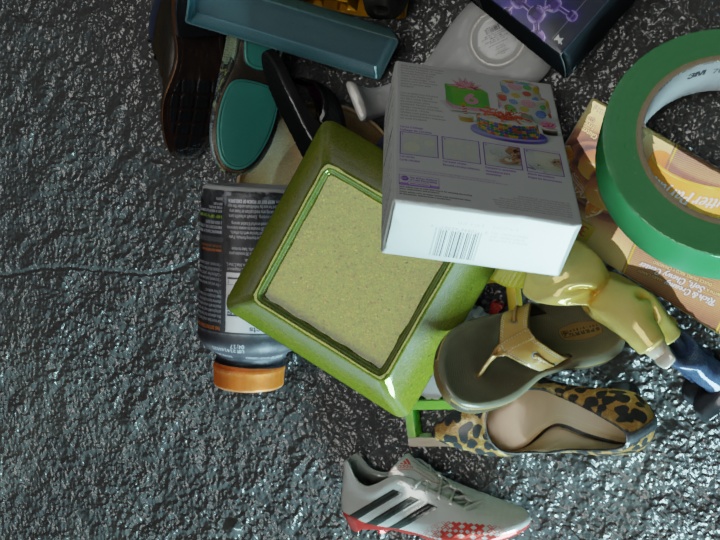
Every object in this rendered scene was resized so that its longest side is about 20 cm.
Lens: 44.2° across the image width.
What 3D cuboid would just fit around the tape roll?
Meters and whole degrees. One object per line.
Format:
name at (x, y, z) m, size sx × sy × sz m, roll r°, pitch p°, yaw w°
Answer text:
tape roll at (0.289, -0.093, 0.699) m, size 0.200 × 0.048 × 0.201 m, roll -3°, pitch 69°, yaw 7°

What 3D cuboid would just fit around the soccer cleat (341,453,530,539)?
soccer cleat at (0.068, 0.225, 0.878) m, size 0.199 × 0.069 × 0.086 m, roll -2°, pitch 99°, yaw 30°

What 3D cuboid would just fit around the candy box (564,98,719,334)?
candy box at (0.258, -0.049, 0.765) m, size 0.200 × 0.055 × 0.116 m, roll 35°, pitch 108°, yaw 17°

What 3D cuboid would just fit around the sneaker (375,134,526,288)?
sneaker at (0.094, -0.058, 0.825) m, size 0.200 × 0.082 × 0.074 m, roll 41°, pitch 114°, yaw 14°

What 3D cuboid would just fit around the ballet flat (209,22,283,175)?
ballet flat at (-0.115, -0.191, 0.905) m, size 0.074 × 0.074 × 0.201 m, roll 9°, pitch 82°, yaw 24°

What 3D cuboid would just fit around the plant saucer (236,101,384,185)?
plant saucer at (-0.035, -0.070, 0.910) m, size 0.199 × 0.035 × 0.201 m, roll 3°, pitch 97°, yaw 25°

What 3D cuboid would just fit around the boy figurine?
boy figurine at (0.225, 0.045, 0.736) m, size 0.200 × 0.124 × 0.065 m, roll 32°, pitch 105°, yaw -9°

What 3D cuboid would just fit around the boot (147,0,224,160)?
boot at (-0.187, -0.226, 0.959) m, size 0.097 × 0.074 × 0.201 m, roll 53°, pitch 138°, yaw 48°

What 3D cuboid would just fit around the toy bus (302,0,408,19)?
toy bus at (-0.020, -0.338, 0.791) m, size 0.135 × 0.200 × 0.193 m, roll 17°, pitch 95°, yaw 21°

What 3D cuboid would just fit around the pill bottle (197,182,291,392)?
pill bottle at (-0.107, 0.016, 0.875) m, size 0.106 × 0.106 × 0.201 m, roll 7°, pitch 98°, yaw 24°

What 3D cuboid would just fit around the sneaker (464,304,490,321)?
sneaker at (0.071, 0.026, 0.827) m, size 0.199 × 0.075 × 0.089 m, roll 22°, pitch 93°, yaw 15°

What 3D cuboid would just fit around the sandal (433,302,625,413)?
sandal at (0.150, 0.061, 0.761) m, size 0.054 × 0.199 × 0.081 m, roll 115°, pitch 137°, yaw -56°

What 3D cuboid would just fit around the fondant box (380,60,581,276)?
fondant box at (0.093, -0.091, 0.738) m, size 0.144 × 0.200 × 0.058 m, roll 8°, pitch 134°, yaw -4°

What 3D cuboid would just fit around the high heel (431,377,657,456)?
high heel at (0.150, 0.134, 0.767) m, size 0.199 × 0.143 × 0.072 m, roll -13°, pitch 92°, yaw 13°

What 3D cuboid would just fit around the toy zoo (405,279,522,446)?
toy zoo at (0.098, 0.073, 0.872) m, size 0.131 × 0.020 × 0.201 m, roll -5°, pitch 94°, yaw 25°

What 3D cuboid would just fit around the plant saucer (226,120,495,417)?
plant saucer at (0.000, 0.000, 0.772) m, size 0.200 × 0.048 × 0.200 m, roll 31°, pitch 99°, yaw 8°

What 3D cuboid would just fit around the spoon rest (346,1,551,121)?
spoon rest at (0.088, -0.195, 0.836) m, size 0.199 × 0.061 × 0.100 m, roll -20°, pitch 88°, yaw 12°

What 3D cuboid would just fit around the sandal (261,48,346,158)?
sandal at (-0.031, -0.127, 0.853) m, size 0.048 × 0.075 × 0.201 m, roll -31°, pitch 86°, yaw -15°

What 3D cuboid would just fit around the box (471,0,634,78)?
box at (0.186, -0.288, 0.742) m, size 0.141 × 0.079 × 0.200 m, roll 43°, pitch 99°, yaw 12°

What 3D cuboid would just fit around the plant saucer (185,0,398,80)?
plant saucer at (-0.065, -0.234, 0.847) m, size 0.199 × 0.070 × 0.019 m, roll 15°, pitch 66°, yaw -9°
